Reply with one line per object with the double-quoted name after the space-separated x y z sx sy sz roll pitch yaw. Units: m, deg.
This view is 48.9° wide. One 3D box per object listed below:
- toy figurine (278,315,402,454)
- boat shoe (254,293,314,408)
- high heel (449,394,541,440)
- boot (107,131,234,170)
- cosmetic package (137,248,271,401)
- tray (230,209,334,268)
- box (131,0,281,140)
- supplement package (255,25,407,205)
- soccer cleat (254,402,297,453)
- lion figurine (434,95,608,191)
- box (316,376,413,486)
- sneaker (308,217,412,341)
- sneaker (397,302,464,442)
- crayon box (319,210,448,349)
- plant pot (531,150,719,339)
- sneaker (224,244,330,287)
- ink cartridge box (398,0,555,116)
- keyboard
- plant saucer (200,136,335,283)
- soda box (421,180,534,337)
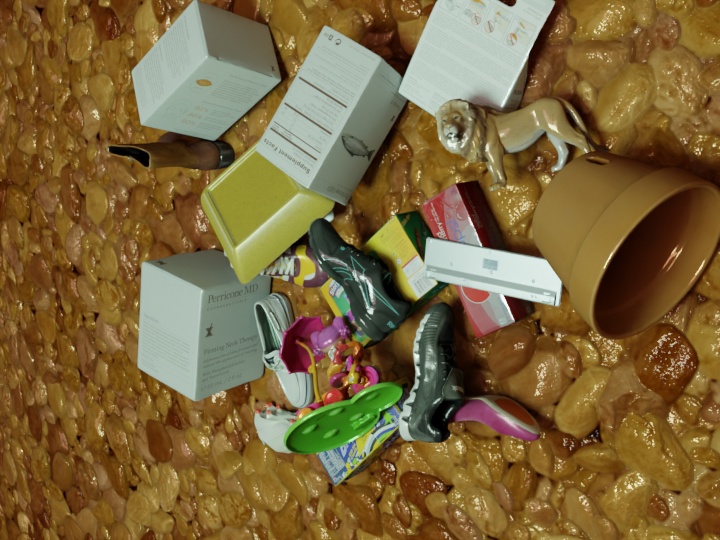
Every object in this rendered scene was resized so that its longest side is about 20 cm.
-0.049 0.143 1.185 0.199 0.149 0.186 -36 56 23 "toy figurine"
-0.140 0.143 1.357 0.073 0.066 0.203 -21 86 40 "boat shoe"
0.163 0.217 1.120 0.198 0.067 0.098 24 104 38 "high heel"
-0.349 -0.202 1.369 0.187 0.199 0.070 25 114 32 "boot"
-0.275 0.088 1.390 0.165 0.166 0.204 20 112 35 "cosmetic package"
-0.138 -0.090 1.271 0.198 0.022 0.109 -25 60 19 "tray"
-0.252 -0.318 1.289 0.199 0.151 0.108 -31 66 37 "box"
-0.036 -0.217 1.129 0.117 0.116 0.202 35 100 27 "supplement package"
-0.113 0.282 1.364 0.198 0.069 0.079 4 110 49 "soccer cleat"
0.198 -0.174 0.990 0.197 0.072 0.125 -15 93 8 "lion figurine"
0.016 0.255 1.250 0.065 0.070 0.200 54 126 19 "box"
0.000 0.000 1.147 0.079 0.075 0.201 -38 80 23 "sneaker"
0.114 0.148 1.107 0.090 0.066 0.204 10 86 48 "sneaker"
0.037 0.019 1.193 0.200 0.058 0.120 -43 72 36 "crayon box"
0.290 -0.043 0.903 0.140 0.198 0.203 45 125 41 "plant pot"
-0.138 -0.013 1.307 0.198 0.089 0.076 14 109 38 "sneaker"
0.155 -0.289 1.047 0.160 0.047 0.202 39 118 26 "ink cartridge box"
0.170 0.000 1.036 0.197 0.011 0.057 12 100 33 "keyboard"
-0.162 -0.116 1.253 0.199 0.048 0.201 -40 56 10 "plant saucer"
0.160 -0.017 1.084 0.070 0.063 0.203 -29 81 39 "soda box"
